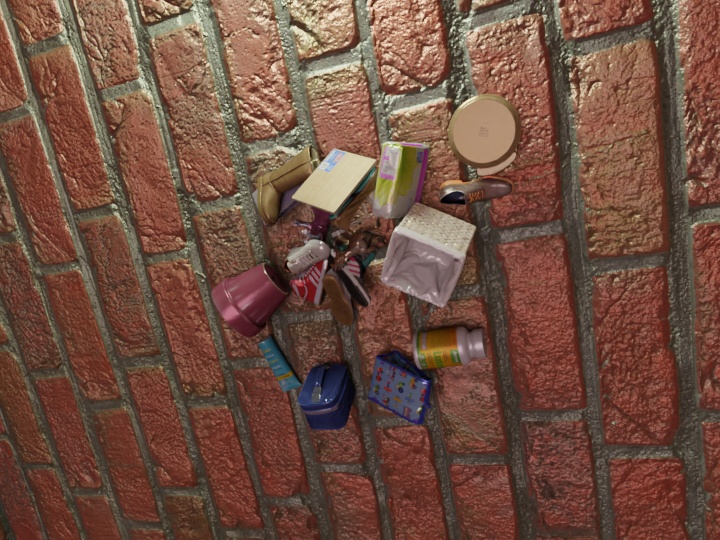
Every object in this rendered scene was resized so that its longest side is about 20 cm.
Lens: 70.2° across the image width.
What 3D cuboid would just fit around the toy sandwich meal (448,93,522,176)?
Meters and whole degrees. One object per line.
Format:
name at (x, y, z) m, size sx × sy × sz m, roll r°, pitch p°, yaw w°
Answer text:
toy sandwich meal at (0.329, -0.355, 1.337) m, size 0.205 × 0.070 × 0.206 m, roll 4°, pitch 103°, yaw 19°

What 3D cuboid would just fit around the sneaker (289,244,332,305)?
sneaker at (-0.153, 0.003, 1.577) m, size 0.112 × 0.071 × 0.201 m, roll 17°, pitch 111°, yaw 8°

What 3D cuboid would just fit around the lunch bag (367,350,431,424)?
lunch bag at (0.129, 0.355, 1.529) m, size 0.200 × 0.094 × 0.151 m, roll 28°, pitch 115°, yaw 43°

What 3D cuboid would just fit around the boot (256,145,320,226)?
boot at (-0.203, -0.240, 1.455) m, size 0.200 × 0.066 × 0.176 m, roll -22°, pitch 70°, yaw 26°

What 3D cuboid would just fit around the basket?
basket at (0.182, -0.044, 1.384) m, size 0.200 × 0.161 × 0.199 m, roll 23°, pitch 136°, yaw 10°

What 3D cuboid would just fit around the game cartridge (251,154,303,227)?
game cartridge at (-0.231, -0.238, 1.529) m, size 0.200 × 0.038 × 0.130 m, roll -35°, pitch 62°, yaw 22°

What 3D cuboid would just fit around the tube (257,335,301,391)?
tube at (-0.275, 0.314, 1.717) m, size 0.077 × 0.050 × 0.200 m, roll -21°, pitch 103°, yaw 28°

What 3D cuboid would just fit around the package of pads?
package of pads at (0.109, -0.242, 1.380) m, size 0.068 × 0.154 × 0.201 m, roll 21°, pitch 112°, yaw 33°

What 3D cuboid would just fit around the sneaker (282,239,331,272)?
sneaker at (-0.158, -0.030, 1.491) m, size 0.073 × 0.085 × 0.200 m, roll 43°, pitch 149°, yaw -21°

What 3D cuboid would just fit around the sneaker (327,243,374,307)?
sneaker at (0.000, 0.000, 1.501) m, size 0.200 × 0.121 × 0.084 m, roll 55°, pitch 157°, yaw 11°

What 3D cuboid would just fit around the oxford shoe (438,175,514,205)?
oxford shoe at (0.307, -0.203, 1.369) m, size 0.199 × 0.073 × 0.071 m, roll -4°, pitch 127°, yaw 22°

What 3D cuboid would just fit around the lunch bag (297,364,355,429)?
lunch bag at (-0.102, 0.380, 1.603) m, size 0.135 × 0.200 × 0.133 m, roll -8°, pitch 121°, yaw 17°

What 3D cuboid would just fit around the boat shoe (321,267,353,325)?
boat shoe at (-0.057, 0.079, 1.571) m, size 0.071 × 0.069 × 0.200 m, roll 0°, pitch 126°, yaw 22°

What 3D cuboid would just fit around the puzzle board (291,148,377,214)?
puzzle board at (-0.068, -0.239, 1.366) m, size 0.150 × 0.200 × 0.017 m, roll 22°, pitch 154°, yaw 31°

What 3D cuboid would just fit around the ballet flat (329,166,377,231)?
ballet flat at (-0.002, -0.185, 1.369) m, size 0.072 × 0.068 × 0.200 m, roll 43°, pitch 72°, yaw -24°

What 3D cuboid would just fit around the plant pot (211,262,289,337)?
plant pot at (-0.329, 0.079, 1.599) m, size 0.179 × 0.200 × 0.200 m, roll -37°, pitch 92°, yaw 6°

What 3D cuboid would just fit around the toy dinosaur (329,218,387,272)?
toy dinosaur at (-0.009, -0.079, 1.449) m, size 0.135 × 0.200 × 0.086 m, roll -21°, pitch 100°, yaw 34°

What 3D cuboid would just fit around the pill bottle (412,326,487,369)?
pill bottle at (0.260, 0.222, 1.488) m, size 0.199 × 0.111 × 0.111 m, roll -10°, pitch 102°, yaw 19°

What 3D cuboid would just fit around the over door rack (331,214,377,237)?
over door rack at (-0.017, -0.200, 1.428) m, size 0.200 × 0.067 × 0.148 m, roll -28°, pitch 96°, yaw -22°

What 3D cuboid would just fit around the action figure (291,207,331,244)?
action figure at (-0.115, -0.139, 1.530) m, size 0.148 × 0.134 × 0.200 m, roll 5°, pitch 122°, yaw -25°
